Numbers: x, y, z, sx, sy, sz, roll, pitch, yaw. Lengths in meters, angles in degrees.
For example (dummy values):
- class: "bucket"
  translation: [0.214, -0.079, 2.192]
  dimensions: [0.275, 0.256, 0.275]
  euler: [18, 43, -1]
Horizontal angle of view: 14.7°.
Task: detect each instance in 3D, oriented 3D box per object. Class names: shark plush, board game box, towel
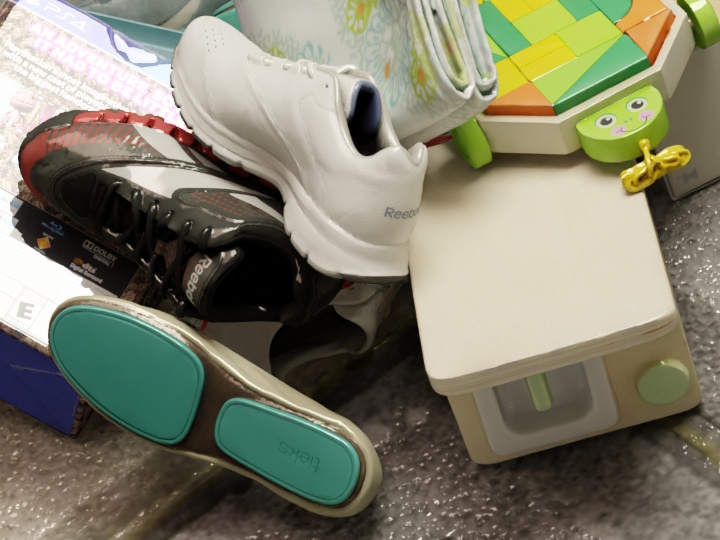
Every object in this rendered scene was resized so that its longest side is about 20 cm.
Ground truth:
- class: "shark plush"
  translation: [-0.130, -0.194, 1.815]
  dimensions: [0.199, 0.083, 0.091]
  euler: [-9, 43, 14]
- class: "board game box"
  translation: [-0.178, -0.036, 1.589]
  dimensions: [0.159, 0.097, 0.200]
  euler: [29, 63, 3]
- class: "towel"
  translation: [-0.007, -0.144, 1.502]
  dimensions: [0.048, 0.172, 0.200]
  euler: [-7, -9, -32]

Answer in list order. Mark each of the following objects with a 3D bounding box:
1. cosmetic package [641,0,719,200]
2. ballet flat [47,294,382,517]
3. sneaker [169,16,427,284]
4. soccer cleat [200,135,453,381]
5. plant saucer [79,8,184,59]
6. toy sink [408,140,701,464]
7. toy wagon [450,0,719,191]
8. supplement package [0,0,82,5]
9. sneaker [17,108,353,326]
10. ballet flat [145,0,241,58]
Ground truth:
- class: "cosmetic package"
  translation: [0.163, -0.145, 1.624]
  dimensions: [0.071, 0.105, 0.200]
  euler: [-25, 43, -2]
- class: "ballet flat"
  translation: [-0.074, 0.071, 1.485]
  dimensions: [0.200, 0.070, 0.070]
  euler: [30, 59, 13]
- class: "sneaker"
  translation: [-0.026, -0.079, 1.460]
  dimensions: [0.074, 0.087, 0.200]
  euler: [-6, 41, -44]
- class: "soccer cleat"
  translation: [0.000, 0.000, 1.572]
  dimensions: [0.200, 0.069, 0.085]
  euler: [-36, 52, -11]
- class: "plant saucer"
  translation: [-0.122, -0.124, 1.692]
  dimensions: [0.199, 0.019, 0.070]
  euler: [12, 36, 14]
- class: "toy sink"
  translation: [0.101, 0.020, 1.468]
  dimensions: [0.130, 0.112, 0.200]
  euler: [-17, 36, 6]
- class: "toy wagon"
  translation: [0.115, -0.111, 1.496]
  dimensions: [0.155, 0.040, 0.200]
  euler: [-28, 38, -7]
- class: "supplement package"
  translation: [-0.223, -0.257, 1.834]
  dimensions: [0.119, 0.200, 0.121]
  euler: [-25, 41, -5]
- class: "sneaker"
  translation: [-0.096, -0.025, 1.491]
  dimensions: [0.200, 0.071, 0.098]
  euler: [21, 36, 3]
- class: "ballet flat"
  translation: [-0.088, -0.129, 1.751]
  dimensions: [0.200, 0.067, 0.071]
  euler: [-22, 81, 4]
